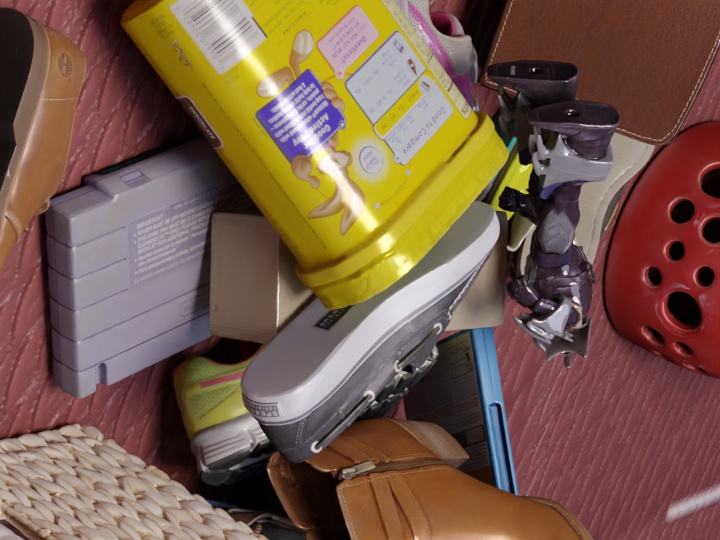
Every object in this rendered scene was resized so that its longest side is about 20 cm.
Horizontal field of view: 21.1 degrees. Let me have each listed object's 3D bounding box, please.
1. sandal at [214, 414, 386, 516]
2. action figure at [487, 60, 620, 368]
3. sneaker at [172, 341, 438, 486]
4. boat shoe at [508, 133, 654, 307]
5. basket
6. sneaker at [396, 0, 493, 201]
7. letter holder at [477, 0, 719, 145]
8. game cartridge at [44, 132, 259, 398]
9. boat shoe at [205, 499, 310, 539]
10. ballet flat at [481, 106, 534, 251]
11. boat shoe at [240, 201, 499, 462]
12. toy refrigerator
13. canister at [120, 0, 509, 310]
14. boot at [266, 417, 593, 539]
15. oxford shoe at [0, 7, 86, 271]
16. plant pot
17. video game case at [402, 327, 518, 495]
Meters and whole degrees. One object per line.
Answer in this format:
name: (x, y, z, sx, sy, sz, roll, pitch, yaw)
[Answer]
sandal: (-0.058, 0.142, 1.293, 0.200, 0.076, 0.043, -57, 146, -25)
action figure: (0.116, -0.028, 1.189, 0.069, 0.130, 0.201, -7, 128, -4)
sneaker: (-0.035, 0.063, 1.253, 0.199, 0.091, 0.078, -18, 158, -38)
boat shoe: (0.163, -0.064, 1.433, 0.060, 0.072, 0.201, 135, -20, -74)
basket: (-0.173, 0.218, 1.097, 0.160, 0.198, 0.201, -9, 119, -49)
sneaker: (0.045, -0.115, 1.243, 0.088, 0.081, 0.200, -52, 143, -11)
letter holder: (0.181, -0.198, 1.280, 0.101, 0.142, 0.201, -39, 148, -75)
game cartridge: (-0.103, -0.017, 1.170, 0.200, 0.038, 0.130, -25, 126, -39)
boat shoe: (-0.079, 0.177, 1.210, 0.199, 0.072, 0.073, 0, 82, -9)
ballet flat: (0.077, -0.024, 1.344, 0.067, 0.067, 0.200, 48, 70, -29)
boat shoe: (0.014, 0.037, 1.127, 0.200, 0.070, 0.066, -44, 129, -31)
toy refrigerator: (0.000, 0.000, 1.203, 0.199, 0.070, 0.076, -4, 97, -44)
canister: (-0.024, -0.102, 1.086, 0.200, 0.086, 0.149, 53, 54, -15)
boot: (0.046, 0.164, 1.185, 0.154, 0.200, 0.074, -2, 121, -53)
oxford shoe: (-0.193, -0.033, 1.025, 0.071, 0.071, 0.201, 17, 98, -58)
plant pot: (0.327, 0.000, 1.570, 0.200, 0.182, 0.201, -30, 134, -38)
video game case: (0.071, 0.147, 1.323, 0.018, 0.143, 0.201, -5, 80, -21)
